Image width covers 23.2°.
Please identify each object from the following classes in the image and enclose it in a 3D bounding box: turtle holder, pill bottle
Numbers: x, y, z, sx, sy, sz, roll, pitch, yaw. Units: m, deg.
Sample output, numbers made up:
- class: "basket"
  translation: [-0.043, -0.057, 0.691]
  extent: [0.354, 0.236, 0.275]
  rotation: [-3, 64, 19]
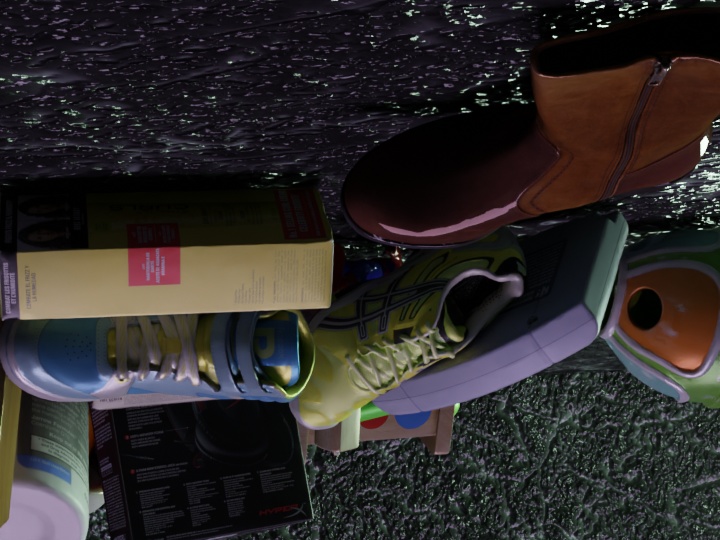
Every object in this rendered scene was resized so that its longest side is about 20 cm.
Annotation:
- class: "turtle holder"
  translation: [0.256, 0.023, 1.385]
  extent: [0.130, 0.142, 0.186]
  rotation: [12, -147, -2]
- class: "pill bottle"
  translation: [-0.252, 0.111, 1.266]
  extent: [0.113, 0.201, 0.114]
  rotation: [-4, 134, -4]

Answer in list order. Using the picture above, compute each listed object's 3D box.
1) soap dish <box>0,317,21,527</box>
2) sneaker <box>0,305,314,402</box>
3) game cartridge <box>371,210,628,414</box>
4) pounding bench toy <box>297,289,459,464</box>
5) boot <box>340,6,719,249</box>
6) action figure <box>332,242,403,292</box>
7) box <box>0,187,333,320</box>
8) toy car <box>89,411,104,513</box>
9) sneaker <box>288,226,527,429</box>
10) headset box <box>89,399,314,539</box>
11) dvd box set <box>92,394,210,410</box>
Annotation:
- class: "soap dish"
  translation: [-0.294, 0.075, 1.145]
  extent: [0.156, 0.202, 0.081]
  rotation: [-2, 165, 16]
- class: "sneaker"
  translation: [-0.112, 0.043, 1.080]
  extent: [0.130, 0.080, 0.199]
  rotation: [-3, 178, 45]
- class: "game cartridge"
  translation: [0.095, 0.035, 1.258]
  extent: [0.199, 0.041, 0.133]
  rotation: [-23, -157, 36]
- class: "pounding bench toy"
  translation: [0.015, 0.087, 1.412]
  extent: [0.154, 0.125, 0.200]
  rotation: [-1, -159, -19]
- class: "boot"
  translation: [0.080, -0.060, 0.802]
  extent: [0.186, 0.069, 0.200]
  rotation: [-3, 172, 1]
- class: "action figure"
  translation: [0.000, 0.000, 1.332]
  extent: [0.065, 0.052, 0.200]
  rotation: [-1, 173, 20]
- class: "box"
  translation: [-0.119, -0.011, 1.062]
  extent: [0.198, 0.051, 0.075]
  rotation: [-1, -150, -9]
- class: "toy car"
  translation: [-0.196, 0.122, 1.512]
  extent: [0.149, 0.176, 0.200]
  rotation: [19, -166, -2]
- class: "sneaker"
  translation: [0.029, 0.039, 1.213]
  extent: [0.200, 0.075, 0.076]
  rotation: [-42, -155, 4]
- class: "headset box"
  translation: [-0.130, 0.108, 1.357]
  extent: [0.147, 0.202, 0.075]
  rotation: [-8, 171, -23]
- class: "dvd box set"
  translation: [-0.121, 0.034, 1.219]
  extent: [0.145, 0.030, 0.201]
  rotation: [-6, 149, -7]
